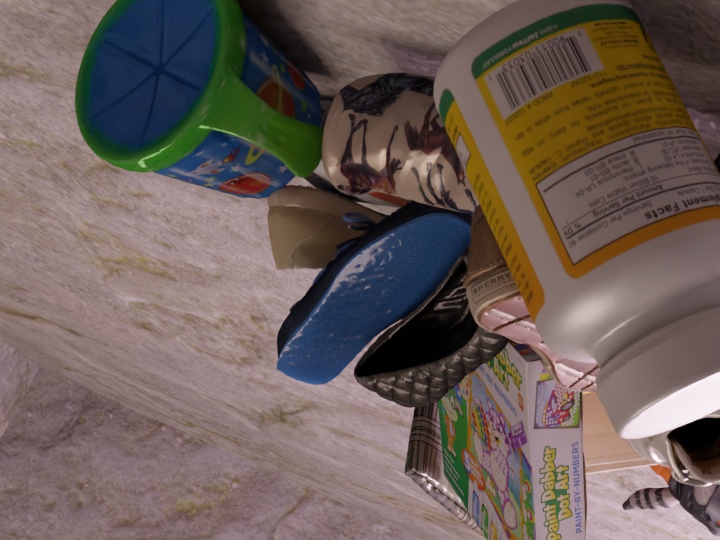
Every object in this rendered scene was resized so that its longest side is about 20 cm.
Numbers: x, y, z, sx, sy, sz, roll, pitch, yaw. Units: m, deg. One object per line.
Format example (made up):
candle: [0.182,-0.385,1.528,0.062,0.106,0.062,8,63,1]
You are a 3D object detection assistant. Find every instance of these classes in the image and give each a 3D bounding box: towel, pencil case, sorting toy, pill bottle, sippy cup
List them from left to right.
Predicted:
sippy cup: [-0.098,-0.113,1.099,0.139,0.179,0.130,-33,146,23]
pencil case: [0.070,-0.068,0.995,0.199,0.078,0.090,13,132,35]
towel: [0.121,0.141,1.464,0.034,0.194,0.200,-19,135,37]
sorting toy: [0.175,0.111,1.318,0.198,0.108,0.180,-7,170,-10]
pill bottle: [0.121,-0.027,0.798,0.113,0.112,0.201,69,177,-70]

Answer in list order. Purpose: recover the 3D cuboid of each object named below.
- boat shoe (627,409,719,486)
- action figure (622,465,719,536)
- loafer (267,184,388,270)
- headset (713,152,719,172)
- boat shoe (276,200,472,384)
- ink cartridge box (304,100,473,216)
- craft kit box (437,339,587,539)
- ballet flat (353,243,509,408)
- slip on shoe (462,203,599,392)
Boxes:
boat shoe: [0.196,0.093,0.966,0.070,0.070,0.200,-3,157,-3]
action figure: [0.326,0.206,1.485,0.200,0.105,0.193,36,174,-24]
loafer: [0.014,-0.008,1.243,0.199,0.069,0.076,18,176,-23]
headset: [0.227,-0.024,0.842,0.123,0.094,0.200,21,160,23]
boat shoe: [0.000,0.000,1.144,0.084,0.069,0.200,33,129,-27]
ink cartridge box: [0.045,-0.050,1.196,0.200,0.050,0.162,41,162,-34]
craft kit box: [0.102,0.104,1.157,0.048,0.199,0.200,-10,-156,-14]
ballet flat: [0.056,0.035,1.073,0.056,0.067,0.200,6,145,-23]
slip on shoe: [0.116,0.017,0.930,0.076,0.061,0.200,-26,151,26]
